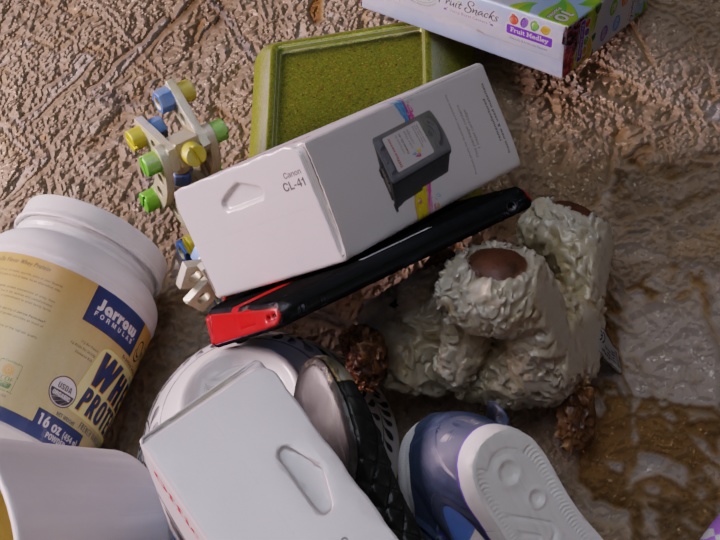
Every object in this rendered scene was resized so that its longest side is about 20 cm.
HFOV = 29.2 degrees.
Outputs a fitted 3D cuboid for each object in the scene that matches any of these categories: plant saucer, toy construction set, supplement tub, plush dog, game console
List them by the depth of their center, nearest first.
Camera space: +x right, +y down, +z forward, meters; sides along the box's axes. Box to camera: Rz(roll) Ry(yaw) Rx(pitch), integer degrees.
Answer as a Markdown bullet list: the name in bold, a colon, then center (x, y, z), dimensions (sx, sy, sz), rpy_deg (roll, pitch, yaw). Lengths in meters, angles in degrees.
- **game console**: center (0.000, 0.000, 0.937), dimensions (0.199, 0.177, 0.031), rpy_deg (-26, 97, -22)
- **plush dog**: center (0.078, 0.044, 0.973), dimensions (0.171, 0.162, 0.200), rpy_deg (0, 17, 31)
- **supplement tub**: center (-0.240, 0.059, 1.041), dimensions (0.143, 0.145, 0.201), rpy_deg (12, 64, 22)
- **toy construction set**: center (-0.115, -0.041, 1.066), dimensions (0.091, 0.132, 0.201), rpy_deg (-15, 50, -12)
- **plant saucer**: center (-0.005, -0.130, 1.144), dimensions (0.198, 0.048, 0.201), rpy_deg (-7, 58, 13)

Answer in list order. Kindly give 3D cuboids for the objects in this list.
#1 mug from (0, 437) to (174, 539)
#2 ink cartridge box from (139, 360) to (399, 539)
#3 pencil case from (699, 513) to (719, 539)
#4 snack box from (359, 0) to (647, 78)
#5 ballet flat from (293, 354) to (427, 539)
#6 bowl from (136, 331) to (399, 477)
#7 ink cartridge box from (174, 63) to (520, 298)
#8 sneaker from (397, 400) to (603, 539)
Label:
- **mug**: center (-0.217, 0.177, 0.917), dimensions (0.186, 0.153, 0.151), rpy_deg (8, 94, 41)
- **ink cartridge box**: center (-0.046, 0.162, 0.795), dimensions (0.084, 0.200, 0.145), rpy_deg (-33, 67, -17)
- **pencil case**: center (0.234, 0.205, 0.846), dimensions (0.200, 0.084, 0.085), rpy_deg (-52, 25, -15)
- **snack box**: center (0.119, -0.238, 1.142), dimensions (0.199, 0.053, 0.142), rpy_deg (26, 47, 28)
- **ballet flat**: center (0.008, 0.150, 0.904), dimensions (0.066, 0.057, 0.201), rpy_deg (-30, 78, 45)
- **bowl**: center (-0.075, 0.113, 0.977), dimensions (0.199, 0.094, 0.202), rpy_deg (-4, 55, 6)
- **ink cartridge box**: center (-0.007, -0.063, 0.966), dimensions (0.147, 0.086, 0.200), rpy_deg (-16, 10, 46)
- **sneaker**: center (0.094, 0.183, 0.913), dimensions (0.080, 0.146, 0.201), rpy_deg (-30, 98, -21)
